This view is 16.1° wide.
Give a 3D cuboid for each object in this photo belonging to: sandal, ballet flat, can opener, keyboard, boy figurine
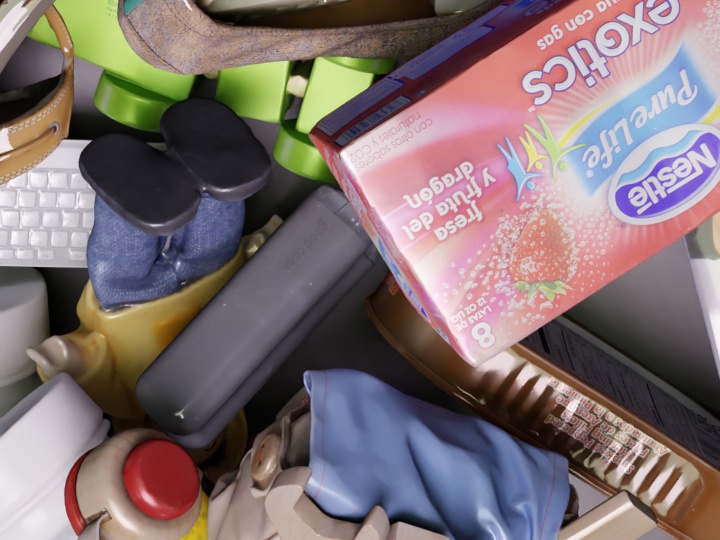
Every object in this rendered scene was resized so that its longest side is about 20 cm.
[{"bbox_3d":[-0.150,-0.053,1.019,0.055,0.082,0.200,30,97,-12],"label":"sandal"},{"bbox_3d":[0.004,-0.117,1.011,0.200,0.067,0.068,-15,75,-24],"label":"ballet flat"},{"bbox_3d":[0.000,0.000,1.020,0.067,0.053,0.200,41,83,15],"label":"can opener"},{"bbox_3d":[-0.167,-0.030,1.071,0.200,0.011,0.056,1,112,-18],"label":"keyboard"},{"bbox_3d":[-0.084,0.023,1.074,0.124,0.064,0.200,-25,143,-27],"label":"boy figurine"}]

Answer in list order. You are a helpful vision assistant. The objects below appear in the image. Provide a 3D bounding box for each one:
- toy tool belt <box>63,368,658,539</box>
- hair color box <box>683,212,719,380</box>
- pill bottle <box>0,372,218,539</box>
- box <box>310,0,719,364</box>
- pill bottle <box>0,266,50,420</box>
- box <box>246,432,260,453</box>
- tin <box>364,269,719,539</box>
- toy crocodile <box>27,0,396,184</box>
[{"bbox_3d":[0.003,0.086,0.963,0.200,0.125,0.123,19,146,-30],"label":"toy tool belt"},{"bbox_3d":[0.186,-0.021,1.052,0.099,0.061,0.200,-14,94,16],"label":"hair color box"},{"bbox_3d":[-0.083,0.141,1.026,0.111,0.111,0.200,-39,98,15],"label":"pill bottle"},{"bbox_3d":[0.092,-0.063,0.949,0.200,0.103,0.095,-33,101,-3],"label":"box"},{"bbox_3d":[-0.179,0.100,1.118,0.113,0.113,0.200,1,110,3],"label":"pill bottle"},{"bbox_3d":[-0.008,0.183,1.144,0.095,0.103,0.200,1,108,4],"label":"box"},{"bbox_3d":[0.094,0.054,1.088,0.200,0.112,0.042,32,98,-9],"label":"tin"},{"bbox_3d":[-0.047,-0.087,1.078,0.200,0.062,0.068,18,108,2],"label":"toy crocodile"}]
